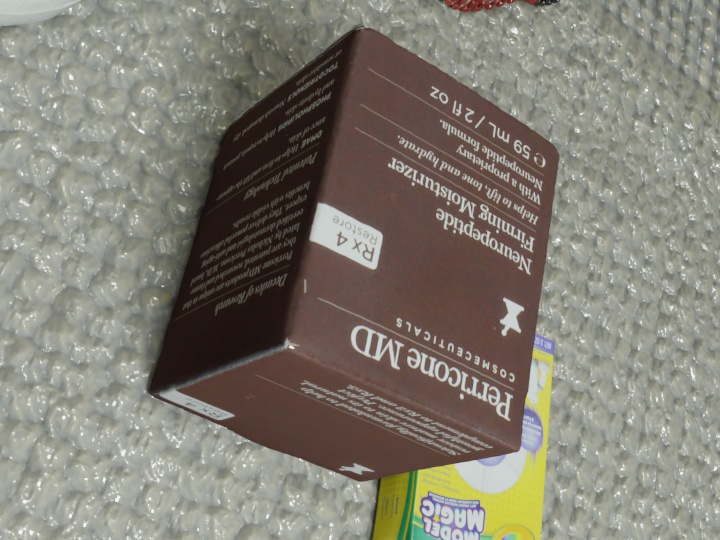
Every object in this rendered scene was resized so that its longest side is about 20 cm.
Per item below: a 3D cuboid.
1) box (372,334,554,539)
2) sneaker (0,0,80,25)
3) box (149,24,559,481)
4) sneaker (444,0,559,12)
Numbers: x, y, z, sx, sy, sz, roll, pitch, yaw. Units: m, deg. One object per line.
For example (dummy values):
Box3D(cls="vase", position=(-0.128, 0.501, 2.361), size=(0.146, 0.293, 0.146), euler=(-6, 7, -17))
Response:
Box3D(cls="box", position=(0.073, 0.129, 0.759), size=(0.117, 0.048, 0.202), euler=(22, 65, -29))
Box3D(cls="sneaker", position=(-0.149, -0.217, 0.658), size=(0.199, 0.115, 0.074), euler=(-36, 99, -37))
Box3D(cls="box", position=(0.000, 0.000, 0.668), size=(0.165, 0.164, 0.202), euler=(26, 62, -28))
Box3D(cls="sneaker", position=(0.119, -0.266, 0.909), size=(0.199, 0.078, 0.083), euler=(-16, 81, -48))
